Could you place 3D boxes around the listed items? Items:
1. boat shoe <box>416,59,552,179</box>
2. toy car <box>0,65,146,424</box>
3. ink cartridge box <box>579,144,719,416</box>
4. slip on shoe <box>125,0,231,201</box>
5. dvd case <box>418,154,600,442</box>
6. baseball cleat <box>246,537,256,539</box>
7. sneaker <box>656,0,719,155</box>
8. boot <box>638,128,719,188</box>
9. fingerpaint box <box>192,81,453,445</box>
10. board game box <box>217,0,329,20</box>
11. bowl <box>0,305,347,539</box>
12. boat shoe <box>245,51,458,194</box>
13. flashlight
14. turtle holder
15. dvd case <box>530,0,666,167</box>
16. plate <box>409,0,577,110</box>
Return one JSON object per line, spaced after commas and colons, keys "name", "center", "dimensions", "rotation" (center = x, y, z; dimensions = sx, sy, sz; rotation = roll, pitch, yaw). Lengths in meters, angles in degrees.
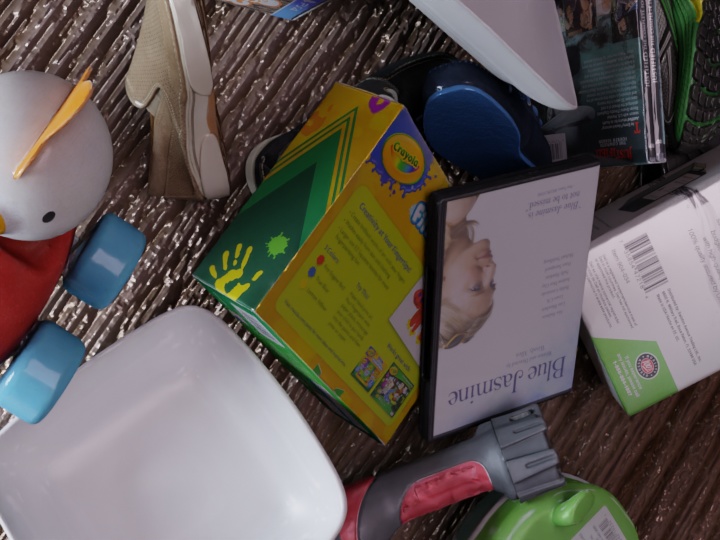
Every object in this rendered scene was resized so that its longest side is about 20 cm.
{"name": "boat shoe", "center": [0.092, -0.116, 0.810], "dimensions": [0.083, 0.200, 0.070], "rotation": [-4, 74, 19]}
{"name": "toy car", "center": [-0.208, -0.041, 0.621], "dimensions": [0.183, 0.200, 0.179], "rotation": [34, 52, -15]}
{"name": "ink cartridge box", "center": [0.268, 0.001, 0.876], "dimensions": [0.198, 0.084, 0.147], "rotation": [-27, 103, 4]}
{"name": "slip on shoe", "center": [-0.126, -0.127, 0.706], "dimensions": [0.059, 0.077, 0.202], "rotation": [-7, 140, -5]}
{"name": "dvd case", "center": [0.108, 0.023, 0.790], "dimensions": [0.141, 0.018, 0.203], "rotation": [-15, 122, -26]}
{"name": "baseball cleat", "center": [-0.064, 0.296, 0.787], "dimensions": [0.106, 0.070, 0.202], "rotation": [-32, 103, -19]}
{"name": "sneaker", "center": [0.264, -0.197, 0.905], "dimensions": [0.077, 0.084, 0.204], "rotation": [4, 82, -46]}
{"name": "boot", "center": [0.307, -0.108, 0.937], "dimensions": [0.129, 0.070, 0.204], "rotation": [-5, 88, -17]}
{"name": "fingerpaint box", "center": [0.000, 0.000, 0.759], "dimensions": [0.168, 0.073, 0.200], "rotation": [-54, 139, -12]}
{"name": "board game box", "center": [-0.109, -0.281, 0.731], "dimensions": [0.197, 0.097, 0.163], "rotation": [10, 88, -23]}
{"name": "bowl", "center": [-0.129, 0.151, 0.728], "dimensions": [0.199, 0.075, 0.201], "rotation": [-36, 83, -18]}
{"name": "boat shoe", "center": [0.009, -0.106, 0.806], "dimensions": [0.199, 0.067, 0.073], "rotation": [-33, 102, -22]}
{"name": "flashlight", "center": [0.052, 0.170, 0.794], "dimensions": [0.197, 0.068, 0.069], "rotation": [-20, 110, 4]}
{"name": "turtle holder", "center": [0.129, 0.247, 0.835], "dimensions": [0.139, 0.131, 0.188], "rotation": [26, 83, -23]}
{"name": "dvd case", "center": [0.176, -0.181, 0.832], "dimensions": [0.022, 0.145, 0.204], "rotation": [-6, 94, -25]}
{"name": "plate", "center": [0.066, -0.212, 0.747], "dimensions": [0.199, 0.201, 0.032], "rotation": [36, 122, -23]}
